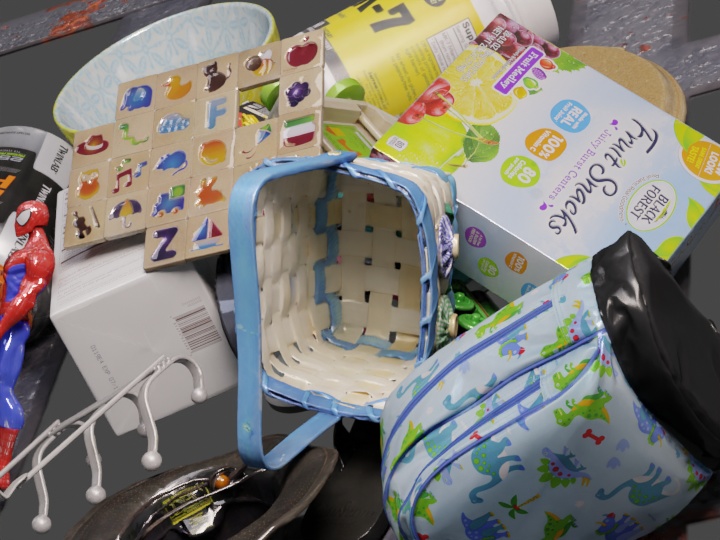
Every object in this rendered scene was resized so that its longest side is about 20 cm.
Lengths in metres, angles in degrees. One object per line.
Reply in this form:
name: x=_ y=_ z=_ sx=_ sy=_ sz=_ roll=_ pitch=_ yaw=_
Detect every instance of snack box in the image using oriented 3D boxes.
snack box: x=0.126 y=-0.058 z=1.470 sx=0.200 sy=0.068 sz=0.169 roll=33 pitch=53 yaw=12

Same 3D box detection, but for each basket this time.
basket: x=-0.019 y=0.009 z=1.347 sx=0.139 sy=0.177 sz=0.200 roll=11 pitch=21 yaw=30

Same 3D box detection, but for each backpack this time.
backpack: x=0.103 y=0.094 z=1.254 sx=0.199 sy=0.163 sz=0.154 roll=-18 pitch=43 yaw=26

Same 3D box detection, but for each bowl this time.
bowl: x=-0.145 y=-0.128 z=1.858 sx=0.199 sy=0.108 sz=0.200 roll=-18 pitch=29 yaw=11

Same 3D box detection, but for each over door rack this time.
over door rack: x=-0.203 y=0.133 z=1.441 sx=0.148 sy=0.067 sz=0.200 roll=-32 pitch=-3 yaw=43

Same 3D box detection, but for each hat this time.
hat: x=-0.089 y=0.173 z=1.338 sx=0.200 sy=0.081 sz=0.201 roll=-19 pitch=13 yaw=4

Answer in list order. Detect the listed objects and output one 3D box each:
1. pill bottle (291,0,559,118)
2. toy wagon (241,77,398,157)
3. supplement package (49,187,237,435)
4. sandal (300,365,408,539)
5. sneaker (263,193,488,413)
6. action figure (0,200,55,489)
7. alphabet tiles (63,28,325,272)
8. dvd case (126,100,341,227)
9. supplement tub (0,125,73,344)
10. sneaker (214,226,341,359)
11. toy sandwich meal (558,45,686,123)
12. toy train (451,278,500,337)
pill bottle: x=0.052 y=-0.180 z=1.791 sx=0.199 sy=0.115 sz=0.114 roll=-28 pitch=28 yaw=-7
toy wagon: x=-0.015 y=-0.085 z=1.624 sx=0.199 sy=0.040 sz=0.155 roll=1 pitch=39 yaw=-45
supplement package: x=-0.154 y=0.008 z=1.631 sx=0.109 sy=0.114 sz=0.200 roll=-23 pitch=28 yaw=6
sandal: x=0.013 y=0.101 z=1.416 sx=0.075 sy=0.045 sz=0.200 roll=-8 pitch=33 yaw=28
sneaker: x=0.000 y=0.000 z=1.517 sx=0.200 sy=0.121 sz=0.084 roll=-36 pitch=30 yaw=-19
action figure: x=-0.248 y=0.049 z=1.563 sx=0.051 sy=0.201 sz=0.065 roll=14 pitch=-3 yaw=-9
alphabet tiles: x=-0.116 y=-0.077 z=1.547 sx=0.199 sy=0.008 sz=0.168 roll=-13 pitch=56 yaw=21
dvd case: x=-0.066 y=-0.074 z=1.652 sx=0.145 sy=0.022 sz=0.200 roll=24 pitch=22 yaw=16
supplement tub: x=-0.287 y=-0.017 z=1.767 sx=0.122 sy=0.123 sz=0.200 roll=-15 pitch=30 yaw=17
sneaker: x=-0.051 y=0.002 z=1.583 sx=0.082 sy=0.070 sz=0.200 roll=-13 pitch=20 yaw=12
toy sandwich meal: x=0.147 y=-0.093 z=1.626 sx=0.204 sy=0.070 sz=0.206 roll=-12 pitch=37 yaw=9
toy train: x=0.090 y=0.057 z=1.424 sx=0.056 sy=0.042 sz=0.200 roll=7 pitch=23 yaw=-21
